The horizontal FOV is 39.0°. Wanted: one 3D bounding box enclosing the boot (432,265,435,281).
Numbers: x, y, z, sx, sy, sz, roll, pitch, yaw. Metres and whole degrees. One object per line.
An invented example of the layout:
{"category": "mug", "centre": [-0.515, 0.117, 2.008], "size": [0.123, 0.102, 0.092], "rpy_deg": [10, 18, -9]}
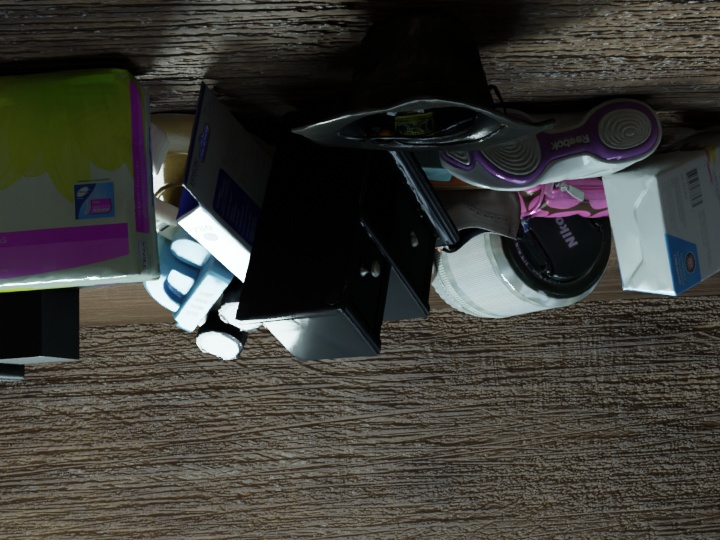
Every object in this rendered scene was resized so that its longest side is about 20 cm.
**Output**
{"category": "boot", "centre": [0.013, -0.013, 1.160], "size": [0.144, 0.071, 0.201], "rpy_deg": [-21, 153, -13]}

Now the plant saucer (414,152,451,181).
{"category": "plant saucer", "centre": [0.042, -0.101, 1.068], "size": [0.195, 0.037, 0.200], "rpy_deg": [-3, 172, 0]}

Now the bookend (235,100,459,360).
{"category": "bookend", "centre": [0.000, 0.000, 0.857], "size": [0.090, 0.203, 0.199], "rpy_deg": [-7, 144, 25]}

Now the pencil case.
{"category": "pencil case", "centre": [0.244, -0.089, 1.042], "size": [0.196, 0.093, 0.093], "rpy_deg": [-3, -177, -25]}

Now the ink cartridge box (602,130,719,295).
{"category": "ink cartridge box", "centre": [0.331, -0.066, 0.989], "size": [0.198, 0.117, 0.067], "rpy_deg": [-23, -164, -32]}

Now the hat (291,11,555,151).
{"category": "hat", "centre": [0.043, -0.128, 0.691], "size": [0.196, 0.083, 0.201], "rpy_deg": [1, 180, 0]}

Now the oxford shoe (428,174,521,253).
{"category": "oxford shoe", "centre": [0.064, -0.054, 1.006], "size": [0.197, 0.074, 0.071], "rpy_deg": [-6, 173, 31]}

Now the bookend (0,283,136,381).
{"category": "bookend", "centre": [-0.336, 0.017, 1.160], "size": [0.196, 0.203, 0.092], "rpy_deg": [-6, 170, 17]}

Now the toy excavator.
{"category": "toy excavator", "centre": [-0.159, -0.029, 0.901], "size": [0.197, 0.101, 0.195], "rpy_deg": [24, 142, -16]}

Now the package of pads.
{"category": "package of pads", "centre": [-0.250, -0.065, 0.744], "size": [0.195, 0.158, 0.068], "rpy_deg": [-5, 176, 5]}

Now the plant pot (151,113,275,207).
{"category": "plant pot", "centre": [-0.158, -0.069, 0.939], "size": [0.195, 0.028, 0.201], "rpy_deg": [2, 149, 1]}

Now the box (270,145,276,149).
{"category": "box", "centre": [-0.121, -0.065, 1.007], "size": [0.195, 0.040, 0.138], "rpy_deg": [0, 147, 7]}

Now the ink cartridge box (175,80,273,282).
{"category": "ink cartridge box", "centre": [-0.097, -0.054, 0.840], "size": [0.038, 0.101, 0.200], "rpy_deg": [-9, 146, 24]}

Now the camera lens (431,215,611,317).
{"category": "camera lens", "centre": [0.177, -0.031, 1.167], "size": [0.157, 0.164, 0.199], "rpy_deg": [0, 172, -23]}

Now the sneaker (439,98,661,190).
{"category": "sneaker", "centre": [0.169, -0.105, 0.930], "size": [0.195, 0.077, 0.100], "rpy_deg": [-4, 172, 1]}
